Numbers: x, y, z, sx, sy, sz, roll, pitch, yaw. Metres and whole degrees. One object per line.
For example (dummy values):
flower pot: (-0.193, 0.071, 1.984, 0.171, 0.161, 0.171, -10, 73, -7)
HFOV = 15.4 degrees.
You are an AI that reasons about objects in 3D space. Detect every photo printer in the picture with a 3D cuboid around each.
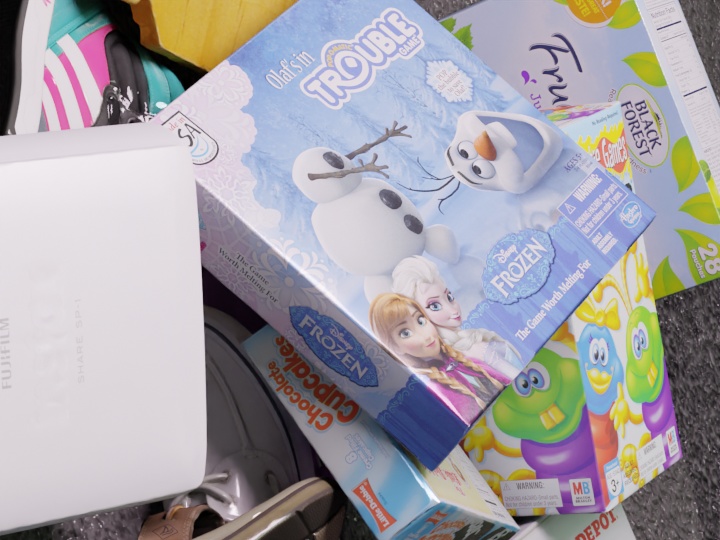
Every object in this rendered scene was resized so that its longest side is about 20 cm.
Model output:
photo printer: (-0.158, 0.028, 1.095, 0.200, 0.069, 0.167, -8, 100, -42)

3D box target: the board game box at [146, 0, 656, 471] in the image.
board game box: (0.015, -0.034, 1.244, 0.199, 0.043, 0.200, 41, 44, 4)

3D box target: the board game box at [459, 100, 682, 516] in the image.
board game box: (0.092, 0.021, 1.423, 0.105, 0.103, 0.200, -26, 107, -57)

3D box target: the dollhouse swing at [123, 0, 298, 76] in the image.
dollhouse swing: (-0.105, -0.193, 1.346, 0.200, 0.176, 0.182, 23, 82, -56)

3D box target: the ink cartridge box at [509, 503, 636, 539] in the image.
ink cartridge box: (0.111, 0.227, 1.447, 0.147, 0.083, 0.200, -27, 96, -58)

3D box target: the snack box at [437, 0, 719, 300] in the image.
snack box: (0.127, -0.073, 1.563, 0.068, 0.168, 0.200, -26, 95, -60)

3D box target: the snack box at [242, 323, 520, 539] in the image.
snack box: (0.014, 0.084, 1.287, 0.116, 0.037, 0.200, 54, 5, 16)

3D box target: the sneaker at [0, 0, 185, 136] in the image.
sneaker: (-0.136, -0.047, 1.231, 0.121, 0.084, 0.200, 35, 44, -30)

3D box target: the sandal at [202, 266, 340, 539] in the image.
sandal: (-0.034, 0.084, 1.337, 0.082, 0.050, 0.203, -3, 74, -60)

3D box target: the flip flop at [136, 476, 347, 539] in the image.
flip flop: (-0.086, 0.138, 1.177, 0.200, 0.081, 0.058, -25, 52, -31)

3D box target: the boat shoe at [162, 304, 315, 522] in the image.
boat shoe: (-0.063, 0.116, 1.261, 0.066, 0.072, 0.200, -25, 102, -63)
